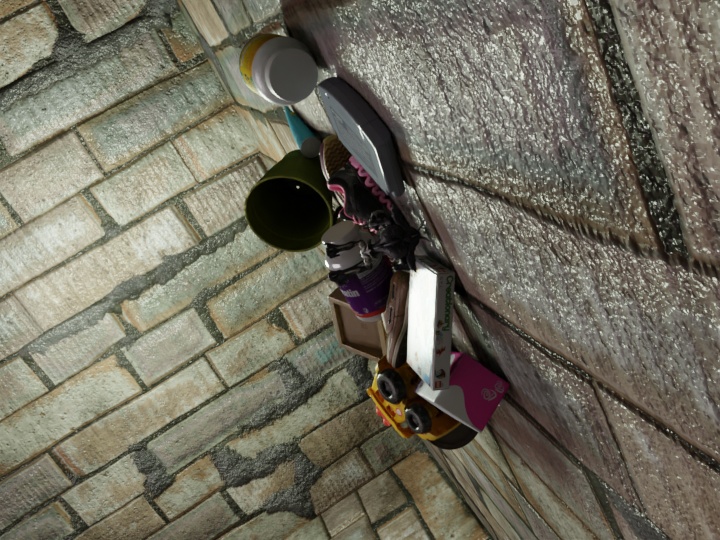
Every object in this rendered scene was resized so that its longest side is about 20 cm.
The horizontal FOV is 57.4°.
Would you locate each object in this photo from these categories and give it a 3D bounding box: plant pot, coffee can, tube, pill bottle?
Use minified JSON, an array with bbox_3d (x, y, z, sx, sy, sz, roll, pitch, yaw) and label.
[{"bbox_3d":[-0.146,-0.179,1.523,0.193,0.199,0.201,-77,-34,-51],"label":"plant pot"},{"bbox_3d":[0.186,0.321,1.556,0.147,0.146,0.200,59,173,-8],"label":"coffee can"},{"bbox_3d":[-0.143,-0.328,1.558,0.200,0.050,0.078,-122,14,-52],"label":"tube"},{"bbox_3d":[0.000,0.000,1.343,0.201,0.112,0.112,60,174,-26],"label":"pill bottle"},{"bbox_3d":[-0.140,-0.347,1.137,0.113,0.112,0.200,62,172,-29],"label":"pill bottle"}]

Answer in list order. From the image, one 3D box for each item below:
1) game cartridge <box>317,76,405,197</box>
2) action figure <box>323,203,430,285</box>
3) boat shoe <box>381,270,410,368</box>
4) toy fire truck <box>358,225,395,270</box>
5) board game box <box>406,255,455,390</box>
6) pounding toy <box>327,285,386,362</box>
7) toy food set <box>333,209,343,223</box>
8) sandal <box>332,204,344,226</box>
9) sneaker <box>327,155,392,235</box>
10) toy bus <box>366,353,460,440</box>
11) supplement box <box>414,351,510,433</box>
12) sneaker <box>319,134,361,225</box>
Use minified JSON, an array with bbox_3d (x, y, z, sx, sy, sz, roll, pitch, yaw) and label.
[{"bbox_3d":[0.000,-0.215,1.027,0.200,0.040,0.134,54,175,38],"label":"game cartridge"},{"bbox_3d":[0.036,-0.043,1.110,0.102,0.199,0.120,-32,-77,-61],"label":"action figure"},{"bbox_3d":[0.079,0.095,1.310,0.068,0.072,0.201,24,112,29],"label":"boat shoe"},{"bbox_3d":[0.024,-0.057,1.495,0.141,0.049,0.200,59,173,16],"label":"toy fire truck"},{"bbox_3d":[0.117,0.085,1.117,0.126,0.034,0.201,-138,47,-69],"label":"board game box"},{"bbox_3d":[0.018,0.087,1.562,0.199,0.142,0.185,17,133,35],"label":"pounding toy"},{"bbox_3d":[-0.068,-0.159,1.742,0.144,0.060,0.201,73,172,-68],"label":"toy food set"},{"bbox_3d":[-0.037,-0.113,1.471,0.200,0.054,0.081,102,164,-63],"label":"sandal"},{"bbox_3d":[0.011,-0.105,1.187,0.201,0.095,0.079,57,172,7],"label":"sneaker"},{"bbox_3d":[0.107,0.287,1.394,0.200,0.135,0.192,50,139,23],"label":"toy bus"},{"bbox_3d":[0.180,0.216,1.205,0.103,0.101,0.200,34,174,0],"label":"supplement box"},{"bbox_3d":[-0.032,-0.173,1.277,0.090,0.075,0.201,36,156,59],"label":"sneaker"}]
